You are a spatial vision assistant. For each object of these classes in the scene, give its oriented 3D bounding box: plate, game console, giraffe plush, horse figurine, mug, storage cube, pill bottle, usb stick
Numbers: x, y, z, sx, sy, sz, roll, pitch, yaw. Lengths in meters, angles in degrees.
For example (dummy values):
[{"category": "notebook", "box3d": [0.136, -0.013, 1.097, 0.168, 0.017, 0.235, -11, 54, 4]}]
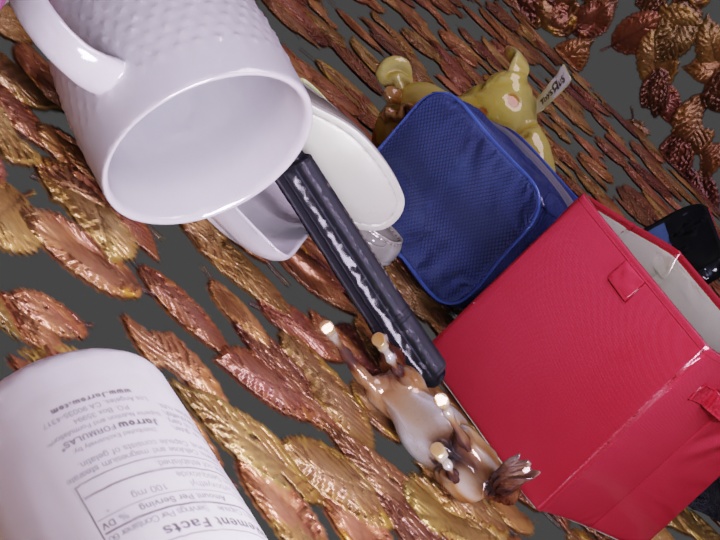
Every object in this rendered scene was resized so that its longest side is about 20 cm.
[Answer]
[{"category": "plate", "box3d": [-0.114, -0.087, 1.678, 0.200, 0.032, 0.200, 45, 14, -2]}, {"category": "game console", "box3d": [0.223, 0.015, 1.992, 0.031, 0.200, 0.177, 57, 12, -10]}, {"category": "giraffe plush", "box3d": [0.082, -0.116, 2.102, 0.162, 0.200, 0.173, -1, 42, -29]}, {"category": "horse figurine", "box3d": [0.047, 0.101, 1.535, 0.200, 0.050, 0.133, 44, -5, 34]}, {"category": "mug", "box3d": [-0.148, -0.147, 1.493, 0.200, 0.148, 0.175, 17, 38, -50]}, {"category": "storage cube", "box3d": [0.193, 0.081, 1.754, 0.171, 0.180, 0.200, 25, 25, -52]}, {"category": "pill bottle", "box3d": [-0.088, 0.138, 0.947, 0.114, 0.114, 0.200, 25, 24, -53]}, {"category": "usb stick", "box3d": [0.000, 0.000, 1.664, 0.200, 0.033, 0.055, 57, 14, -5]}]

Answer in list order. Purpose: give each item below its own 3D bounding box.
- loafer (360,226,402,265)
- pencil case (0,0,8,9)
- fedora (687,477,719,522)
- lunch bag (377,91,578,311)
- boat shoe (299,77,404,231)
[{"category": "loafer", "box3d": [-0.036, -0.087, 1.814, 0.200, 0.070, 0.070, 45, 14, 2]}, {"category": "pencil case", "box3d": [-0.306, -0.246, 1.506, 0.200, 0.087, 0.083, 44, 47, -2]}, {"category": "fedora", "box3d": [0.316, 0.157, 1.976, 0.201, 0.092, 0.201, 30, -23, 14]}, {"category": "lunch bag", "box3d": [0.099, -0.050, 1.952, 0.132, 0.136, 0.200, 26, 22, -52]}, {"category": "boat shoe", "box3d": [-0.048, -0.106, 1.706, 0.202, 0.072, 0.060, 37, 20, -16]}]
